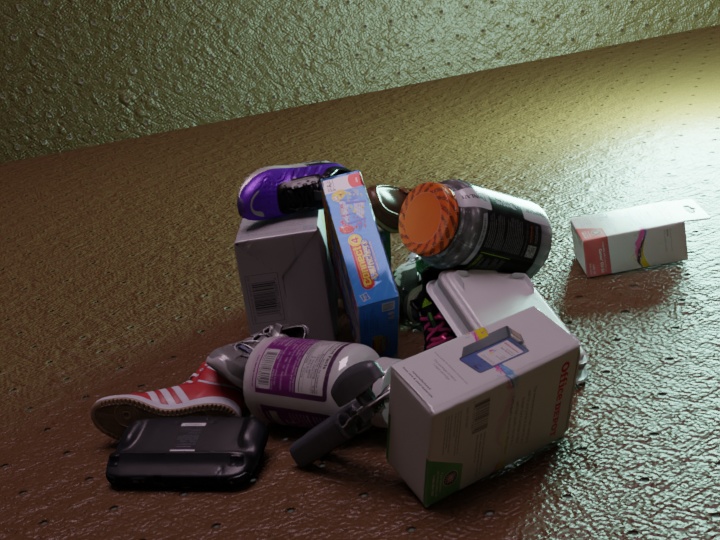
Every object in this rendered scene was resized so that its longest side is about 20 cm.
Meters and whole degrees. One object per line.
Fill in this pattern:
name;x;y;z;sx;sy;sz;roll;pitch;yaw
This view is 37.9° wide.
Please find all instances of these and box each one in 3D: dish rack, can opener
dish rack;0.192;0.063;1.333;0.171;0.044;0.200;1;37;-30
can opener;-0.024;0.158;1.185;0.053;0.067;0.200;-32;-5;-44

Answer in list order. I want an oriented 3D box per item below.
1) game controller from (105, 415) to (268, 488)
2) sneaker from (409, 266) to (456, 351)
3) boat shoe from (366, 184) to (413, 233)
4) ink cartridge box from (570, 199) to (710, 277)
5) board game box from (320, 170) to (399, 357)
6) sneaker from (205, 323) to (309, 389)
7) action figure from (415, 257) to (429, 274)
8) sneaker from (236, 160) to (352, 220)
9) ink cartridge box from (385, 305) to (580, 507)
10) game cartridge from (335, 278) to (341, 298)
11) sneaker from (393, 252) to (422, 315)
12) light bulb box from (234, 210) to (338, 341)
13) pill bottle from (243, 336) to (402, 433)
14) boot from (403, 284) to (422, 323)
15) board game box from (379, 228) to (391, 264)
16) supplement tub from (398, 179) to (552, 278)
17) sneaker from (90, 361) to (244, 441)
game controller;-0.211;0.219;1.273;0.199;0.042;0.104;-3;30;19
sneaker;0.104;0.068;1.401;0.074;0.087;0.200;-23;35;27
boat shoe;0.075;-0.094;1.530;0.067;0.072;0.200;-29;-24;29
ink cartridge box;0.444;-0.054;1.660;0.199;0.068;0.117;-10;20;5
board game box;0.000;0.000;1.430;0.056;0.200;0.196;-14;63;-6
sneaker;-0.135;0.103;1.400;0.075;0.082;0.200;34;15;18
action figure;0.154;-0.050;1.628;0.200;0.055;0.118;-38;10;-35
sneaker;-0.081;-0.116;1.517;0.200;0.070;0.099;-21;27;-37
ink cartridge box;0.133;0.145;1.139;0.200;0.146;0.088;-20;42;-25
game cartridge;-0.049;-0.025;1.732;0.041;0.133;0.200;-27;26;-20
sneaker;0.107;0.012;1.651;0.090;0.067;0.200;-6;18;18
light bulb box;-0.106;0.008;1.577;0.124;0.199;0.200;-7;19;2
pill bottle;-0.038;0.143;1.301;0.199;0.113;0.112;3;24;32
boot;0.179;0.034;1.545;0.200;0.073;0.150;-25;23;-25
board game box;0.029;-0.015;1.634;0.029;0.135;0.200;-2;13;-2
supplement tub;0.155;-0.054;1.423;0.200;0.123;0.122;12;2;-41
sneaker;-0.247;0.173;1.388;0.199;0.071;0.113;0;25;7
